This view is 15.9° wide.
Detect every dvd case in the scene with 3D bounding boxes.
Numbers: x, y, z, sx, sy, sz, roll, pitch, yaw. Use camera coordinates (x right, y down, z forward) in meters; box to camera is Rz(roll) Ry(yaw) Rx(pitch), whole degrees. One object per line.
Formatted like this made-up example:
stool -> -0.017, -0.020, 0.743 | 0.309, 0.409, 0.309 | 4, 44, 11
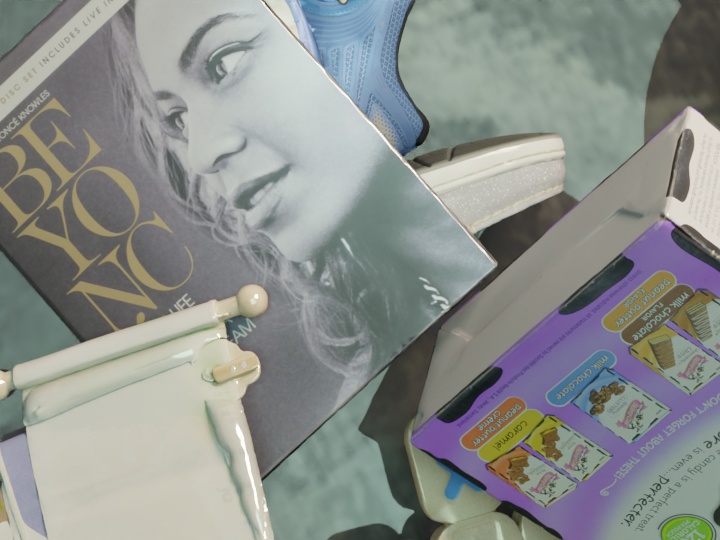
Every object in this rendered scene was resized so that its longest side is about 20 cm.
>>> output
dvd case -> -0.064, -0.027, 1.047 | 0.149, 0.016, 0.200 | -42, 86, 6

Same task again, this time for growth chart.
growth chart -> -0.092, 0.115, 1.013 | 0.144, 0.018, 0.201 | -13, 73, 12

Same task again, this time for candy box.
candy box -> 0.150, 0.056, 1.026 | 0.200, 0.168, 0.072 | 34, 42, -15

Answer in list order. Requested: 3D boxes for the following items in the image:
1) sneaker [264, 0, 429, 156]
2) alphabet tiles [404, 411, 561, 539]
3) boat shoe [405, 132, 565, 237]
sneaker -> -0.019, -0.135, 1.094 | 0.089, 0.079, 0.201 | -15, 98, -14
alphabet tiles -> 0.092, 0.141, 1.096 | 0.199, 0.015, 0.196 | -15, 90, -22
boat shoe -> -0.001, 0.001, 1.088 | 0.202, 0.074, 0.065 | -27, 97, -3
